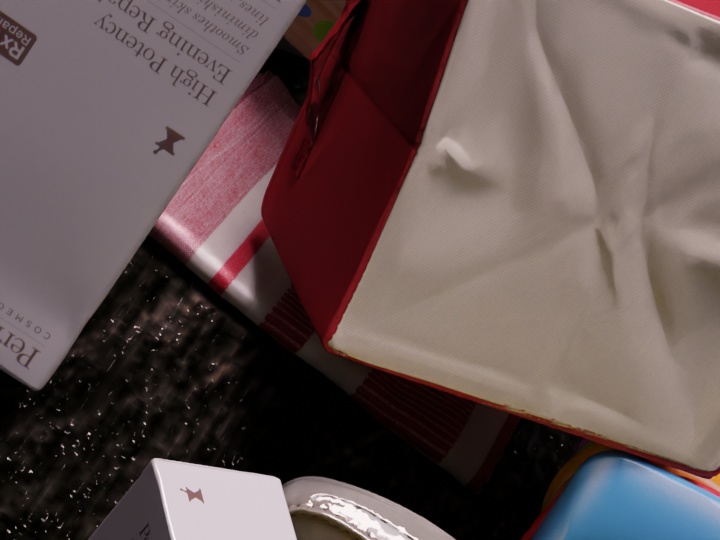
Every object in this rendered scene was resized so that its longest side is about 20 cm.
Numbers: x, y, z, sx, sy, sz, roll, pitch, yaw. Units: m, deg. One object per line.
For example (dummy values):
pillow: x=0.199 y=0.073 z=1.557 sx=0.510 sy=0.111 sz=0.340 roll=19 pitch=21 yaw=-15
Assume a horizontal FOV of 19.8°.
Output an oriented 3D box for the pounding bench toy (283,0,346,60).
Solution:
pounding bench toy: x=0.067 y=-0.147 z=0.974 sx=0.156 sy=0.200 sz=0.125 roll=42 pitch=51 yaw=-22

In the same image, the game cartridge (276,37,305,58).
game cartridge: x=-0.027 y=-0.176 z=1.063 sx=0.199 sy=0.041 sz=0.134 roll=15 pitch=68 yaw=-37

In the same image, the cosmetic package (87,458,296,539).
cosmetic package: x=-0.057 y=0.179 z=0.587 sx=0.051 sy=0.151 sz=0.201 roll=11 pitch=44 yaw=-33

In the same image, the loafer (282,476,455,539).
loafer: x=0.035 y=0.157 z=0.764 sx=0.200 sy=0.070 sz=0.070 roll=41 pitch=27 yaw=2

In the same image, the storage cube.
storage cube: x=0.079 y=-0.045 z=0.839 sx=0.199 sy=0.172 sz=0.180 roll=20 pitch=13 yaw=-15

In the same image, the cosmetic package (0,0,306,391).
cosmetic package: x=-0.104 y=-0.066 z=0.763 sx=0.101 sy=0.200 sz=0.074 roll=32 pitch=11 yaw=-9

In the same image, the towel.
towel: x=0.000 y=0.000 z=0.948 sx=0.200 sy=0.023 sz=0.144 roll=39 pitch=36 yaw=-1

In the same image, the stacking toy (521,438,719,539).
stacking toy: x=0.121 y=0.103 z=0.894 sx=0.109 sy=0.116 sz=0.200 roll=28 pitch=22 yaw=-6
